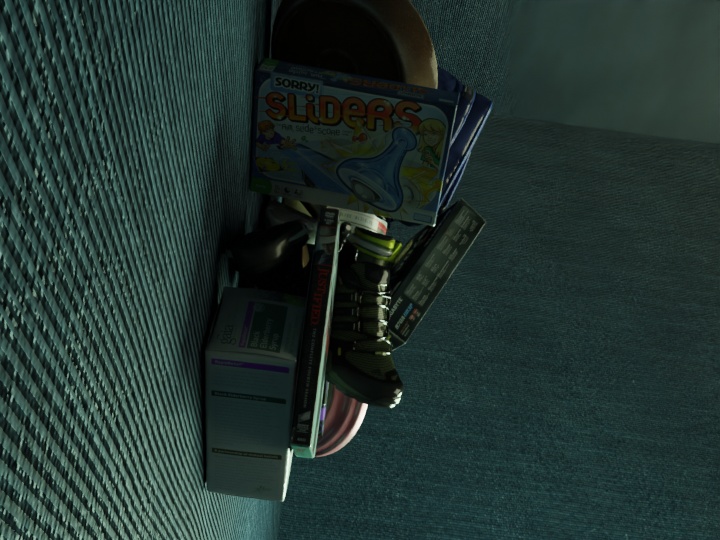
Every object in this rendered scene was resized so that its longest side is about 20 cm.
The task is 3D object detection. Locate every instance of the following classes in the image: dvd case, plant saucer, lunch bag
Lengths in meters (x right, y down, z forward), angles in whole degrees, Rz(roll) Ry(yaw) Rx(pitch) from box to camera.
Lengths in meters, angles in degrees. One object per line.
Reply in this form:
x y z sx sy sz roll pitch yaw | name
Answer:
-0.039 0.062 0.765 0.146 0.022 0.203 97 -2 -74 | dvd case
-0.017 -0.206 0.870 0.034 0.198 0.203 -44 150 -48 | plant saucer
0.070 -0.146 1.048 0.202 0.131 0.136 -63 -171 -3 | lunch bag
-0.076 0.147 1.133 0.050 0.199 0.204 8 88 -50 | plant saucer

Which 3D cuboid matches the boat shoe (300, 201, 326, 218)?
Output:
-0.065 -0.128 1.145 0.074 0.066 0.200 52 3 -22 | boat shoe

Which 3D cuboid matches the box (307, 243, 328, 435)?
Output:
-0.084 0.080 1.018 0.123 0.104 0.203 99 -3 -62 | box

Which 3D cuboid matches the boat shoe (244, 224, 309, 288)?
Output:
-0.095 0.035 0.928 0.065 0.070 0.203 102 -4 -68 | boat shoe

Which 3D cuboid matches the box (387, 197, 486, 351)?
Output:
0.058 0.020 1.046 0.201 0.046 0.159 -54 -174 -26 | box

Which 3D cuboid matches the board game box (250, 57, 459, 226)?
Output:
-0.009 -0.128 0.850 0.035 0.197 0.137 -73 172 -55 | board game box

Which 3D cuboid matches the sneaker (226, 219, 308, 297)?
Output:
-0.072 0.016 0.809 0.200 0.075 0.117 -96 171 -85 | sneaker

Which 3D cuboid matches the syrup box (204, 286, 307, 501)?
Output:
-0.097 0.118 0.777 0.079 0.080 0.202 -85 -177 -50 | syrup box

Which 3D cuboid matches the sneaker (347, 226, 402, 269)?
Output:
0.000 0.000 1.054 0.200 0.073 0.082 107 4 -83 | sneaker

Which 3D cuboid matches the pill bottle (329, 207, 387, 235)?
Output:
-0.033 0.013 1.228 0.114 0.112 0.203 103 -1 -78 | pill bottle

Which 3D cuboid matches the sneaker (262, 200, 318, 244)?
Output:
-0.089 -0.034 1.104 0.200 0.074 0.083 43 70 -82 | sneaker

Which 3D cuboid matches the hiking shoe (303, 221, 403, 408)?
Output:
-0.004 0.043 0.861 0.101 0.075 0.201 -56 -132 31 | hiking shoe

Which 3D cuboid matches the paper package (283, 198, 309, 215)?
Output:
-0.067 -0.158 1.398 0.191 0.102 0.203 -86 -176 -65 | paper package
